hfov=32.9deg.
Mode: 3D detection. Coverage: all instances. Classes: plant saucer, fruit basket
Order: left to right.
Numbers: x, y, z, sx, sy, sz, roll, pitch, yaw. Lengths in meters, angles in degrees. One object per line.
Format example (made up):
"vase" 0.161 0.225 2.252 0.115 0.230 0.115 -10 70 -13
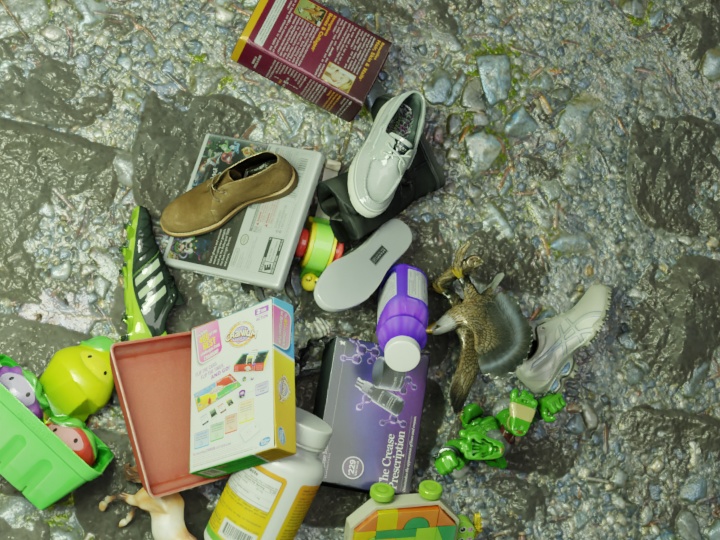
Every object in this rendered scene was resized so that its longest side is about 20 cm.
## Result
"fruit basket" -0.385 0.170 1.550 0.215 0.156 0.216 0 92 -3
"plant saucer" -0.237 0.184 1.591 0.199 0.037 0.200 -7 77 -53

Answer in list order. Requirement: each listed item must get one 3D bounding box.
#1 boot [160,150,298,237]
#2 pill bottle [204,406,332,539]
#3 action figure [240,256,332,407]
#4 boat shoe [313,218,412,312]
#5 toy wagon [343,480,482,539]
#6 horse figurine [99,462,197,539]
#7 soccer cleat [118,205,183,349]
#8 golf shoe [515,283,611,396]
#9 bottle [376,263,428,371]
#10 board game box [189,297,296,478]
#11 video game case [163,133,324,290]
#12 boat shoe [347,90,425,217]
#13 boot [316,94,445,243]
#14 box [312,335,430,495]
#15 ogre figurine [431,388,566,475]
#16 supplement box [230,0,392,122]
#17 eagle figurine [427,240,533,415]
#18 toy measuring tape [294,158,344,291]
"boot" -0.188 -0.108 1.634 0.200 0.075 0.074 -24 67 9
"pill bottle" -0.114 0.280 1.580 0.111 0.111 0.200 25 96 -10
"action figure" -0.109 0.086 1.658 0.119 0.102 0.200 -8 79 -24
"boat shoe" 0.000 0.000 1.696 0.069 0.057 0.200 49 52 -1
"toy wagon" 0.076 0.357 1.646 0.200 0.040 0.155 0 116 -16
"horse figurine" -0.259 0.332 1.561 0.132 0.050 0.200 -28 74 23
"soccer cleat" -0.282 0.013 1.646 0.081 0.068 0.201 0 86 -22
"golf shoe" 0.294 0.087 1.786 0.097 0.078 0.200 34 71 -1
"bottle" 0.057 0.066 1.659 0.065 0.200 0.084 18 115 -7
"board game box" -0.152 0.151 1.558 0.040 0.153 0.200 26 54 -46
"video game case" -0.160 -0.083 1.669 0.181 0.023 0.200 11 74 20
"boat shoe" 0.040 -0.167 1.667 0.070 0.071 0.201 29 60 -17
"boot" 0.010 -0.147 1.726 0.200 0.066 0.165 -32 87 -34
"box" 0.008 0.204 1.681 0.141 0.079 0.200 11 77 -11
"ogre figurine" 0.180 0.232 1.700 0.098 0.120 0.200 43 70 0
"supplement box" -0.071 -0.315 1.752 0.200 0.086 0.111 28 73 -9
"eagle figurine" 0.158 0.084 1.708 0.151 0.152 0.200 -26 69 5
"toy measuring tape" -0.051 -0.068 1.719 0.073 0.074 0.200 15 76 -12
